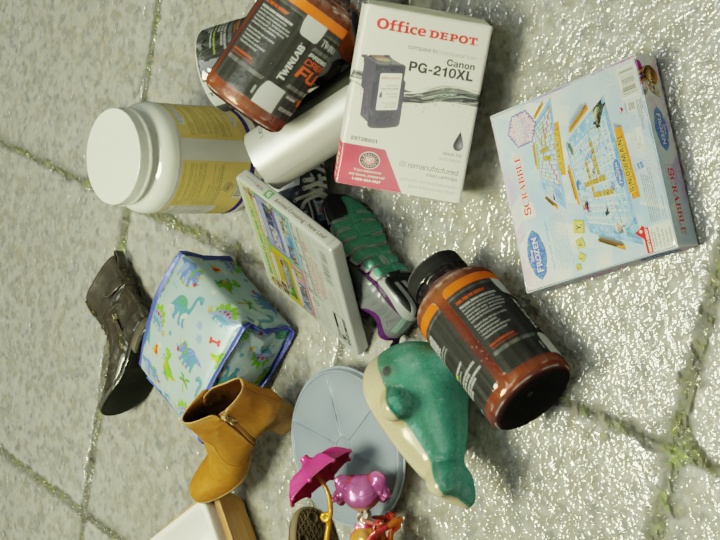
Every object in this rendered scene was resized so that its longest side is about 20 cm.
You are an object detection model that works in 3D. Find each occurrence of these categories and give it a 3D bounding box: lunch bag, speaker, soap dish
[{"bbox_3d":[-0.205,0.104,1.865,0.170,0.127,0.201,46,113,35],"label":"lunch bag"},{"bbox_3d":[-0.039,-0.178,1.663,0.199,0.081,0.082,-30,68,18],"label":"speaker"},{"bbox_3d":[-0.212,0.407,1.915,0.200,0.081,0.158,-41,62,39],"label":"soap dish"}]

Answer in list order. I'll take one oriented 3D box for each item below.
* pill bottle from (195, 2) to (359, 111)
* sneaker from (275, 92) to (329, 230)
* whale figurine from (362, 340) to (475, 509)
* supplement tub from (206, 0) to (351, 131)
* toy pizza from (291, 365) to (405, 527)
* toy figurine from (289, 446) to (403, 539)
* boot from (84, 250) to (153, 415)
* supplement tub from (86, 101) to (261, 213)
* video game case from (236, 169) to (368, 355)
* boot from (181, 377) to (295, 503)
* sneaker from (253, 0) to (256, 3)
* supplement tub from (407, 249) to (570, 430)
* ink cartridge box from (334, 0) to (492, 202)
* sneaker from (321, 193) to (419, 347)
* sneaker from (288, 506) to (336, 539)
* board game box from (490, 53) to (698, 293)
[{"bbox_3d":[-0.094,-0.269,1.714,0.199,0.106,0.107,-13,81,17],"label":"pill bottle"},{"bbox_3d":[-0.064,-0.116,1.750,0.108,0.070,0.201,31,116,42],"label":"sneaker"},{"bbox_3d":[0.084,0.164,1.556,0.104,0.159,0.201,-38,49,15],"label":"whale figurine"},{"bbox_3d":[-0.082,-0.266,1.592,0.107,0.107,0.201,40,99,37],"label":"supplement tub"},{"bbox_3d":[-0.011,0.217,1.731,0.199,0.032,0.202,8,101,45],"label":"toy pizza"},{"bbox_3d":[-0.013,0.301,1.647,0.198,0.150,0.186,-5,93,18],"label":"toy figurine"},{"bbox_3d":[-0.363,0.094,2.081,0.174,0.069,0.201,46,115,38],"label":"boot"},{"bbox_3d":[-0.243,-0.147,1.842,0.145,0.199,0.147,2,92,46],"label":"supplement tub"},{"bbox_3d":[-0.069,-0.009,1.704,0.182,0.022,0.201,38,156,35],"label":"video game case"},{"bbox_3d":[-0.187,0.214,1.798,0.201,0.144,0.071,-42,51,15],"label":"boot"},{"bbox_3d":[-0.082,-0.406,1.770,0.084,0.074,0.202,3,81,12],"label":"sneaker"},{"bbox_3d":[0.132,0.069,1.524,0.200,0.106,0.107,53,126,31],"label":"supplement tub"},{"bbox_3d":[0.057,-0.190,1.559,0.084,0.144,0.202,-96,15,-78],"label":"ink cartridge box"},{"bbox_3d":[0.000,0.000,1.687,0.201,0.074,0.088,56,133,28],"label":"sneaker"},{"bbox_3d":[-0.065,0.403,1.770,0.075,0.070,0.201,-29,69,48],"label":"sneaker"},{"bbox_3d":[0.238,-0.096,1.453,0.199,0.041,0.202,-19,78,45],"label":"board game box"}]
